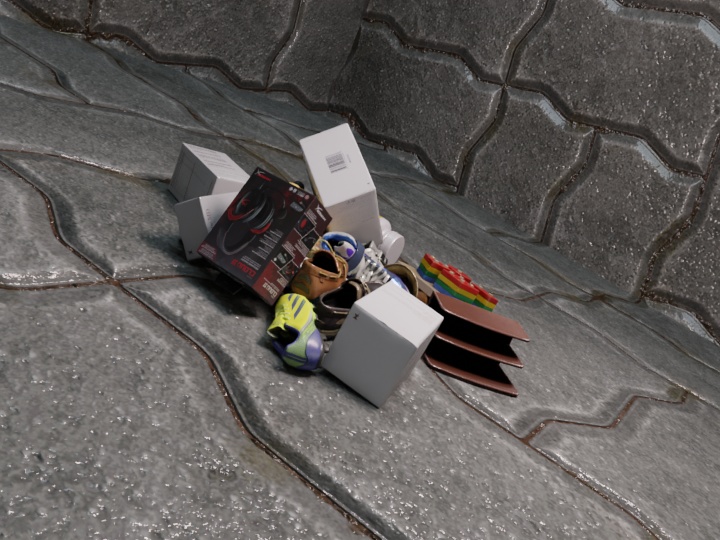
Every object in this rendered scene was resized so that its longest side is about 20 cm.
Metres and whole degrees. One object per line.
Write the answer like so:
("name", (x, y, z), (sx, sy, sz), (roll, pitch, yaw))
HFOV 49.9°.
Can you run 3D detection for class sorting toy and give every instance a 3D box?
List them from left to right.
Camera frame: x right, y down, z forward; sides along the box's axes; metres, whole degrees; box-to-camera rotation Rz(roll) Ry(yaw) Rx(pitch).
("sorting toy", (0.210, 0.036, 1.775), (0.198, 0.070, 0.198), (23, 13, -43))

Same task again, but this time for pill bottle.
("pill bottle", (0.005, -0.092, 1.854), (0.198, 0.113, 0.111), (31, 17, 24))

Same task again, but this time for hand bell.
("hand bell", (0.107, 0.053, 1.632), (0.103, 0.105, 0.199), (32, 5, 25))

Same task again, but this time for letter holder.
("letter holder", (0.217, 0.140, 1.453), (0.197, 0.102, 0.143), (20, 18, -17))

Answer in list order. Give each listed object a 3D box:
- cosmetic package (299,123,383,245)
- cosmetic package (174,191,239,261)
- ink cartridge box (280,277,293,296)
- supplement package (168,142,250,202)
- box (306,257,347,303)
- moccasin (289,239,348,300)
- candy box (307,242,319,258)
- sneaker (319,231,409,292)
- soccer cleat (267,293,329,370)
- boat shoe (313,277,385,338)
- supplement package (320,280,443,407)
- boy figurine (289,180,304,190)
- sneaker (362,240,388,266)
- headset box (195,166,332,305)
("cosmetic package", (-0.041, -0.174, 1.725), (0.201, 0.121, 0.202), (75, -6, -57))
("cosmetic package", (-0.235, -0.089, 1.408), (0.070, 0.104, 0.199), (-11, 5, 34))
("ink cartridge box", (-0.134, -0.055, 1.385), (0.038, 0.100, 0.203), (-9, 55, 4))
("supplement package", (-0.311, -0.175, 1.635), (0.108, 0.115, 0.200), (9, 22, -39))
("box", (-0.059, 0.037, 1.455), (0.197, 0.050, 0.082), (28, 17, 9))
("moccasin", (-0.064, -0.006, 1.354), (0.073, 0.079, 0.201), (30, 15, 16))
("candy box", (-0.136, -0.059, 1.635), (0.198, 0.056, 0.115), (31, 15, 25))
("sneaker", (0.000, 0.000, 1.492), (0.199, 0.081, 0.147), (37, -6, 27))
("soccer cleat", (-0.109, 0.085, 1.198), (0.082, 0.066, 0.200), (14, 19, -25))
("boat shoe", (-0.010, 0.056, 1.332), (0.075, 0.074, 0.199), (45, 41, 18))
("supplement package", (0.039, 0.110, 1.227), (0.116, 0.119, 0.200), (34, 17, 11))
("boy figurine", (-0.126, -0.136, 1.684), (0.125, 0.064, 0.200), (52, 6, -19))
("sneaker", (0.031, -0.014, 1.693), (0.197, 0.090, 0.074), (22, 14, -16))
("headset box", (-0.164, -0.050, 1.278), (0.147, 0.201, 0.075), (29, -12, 33))
